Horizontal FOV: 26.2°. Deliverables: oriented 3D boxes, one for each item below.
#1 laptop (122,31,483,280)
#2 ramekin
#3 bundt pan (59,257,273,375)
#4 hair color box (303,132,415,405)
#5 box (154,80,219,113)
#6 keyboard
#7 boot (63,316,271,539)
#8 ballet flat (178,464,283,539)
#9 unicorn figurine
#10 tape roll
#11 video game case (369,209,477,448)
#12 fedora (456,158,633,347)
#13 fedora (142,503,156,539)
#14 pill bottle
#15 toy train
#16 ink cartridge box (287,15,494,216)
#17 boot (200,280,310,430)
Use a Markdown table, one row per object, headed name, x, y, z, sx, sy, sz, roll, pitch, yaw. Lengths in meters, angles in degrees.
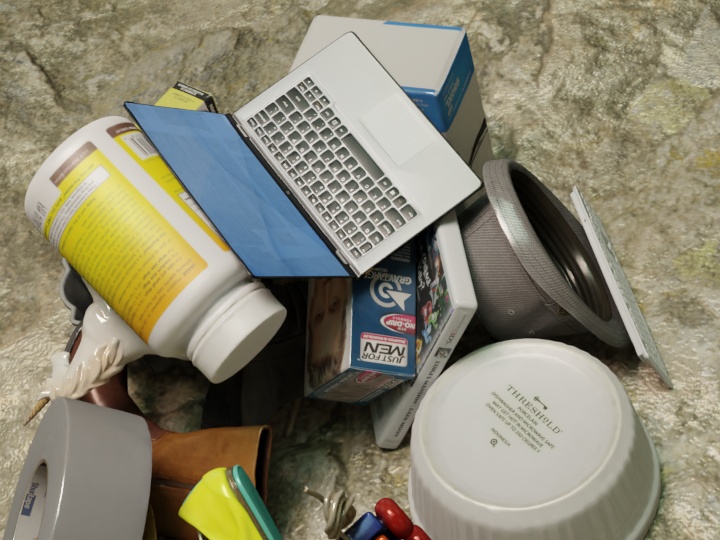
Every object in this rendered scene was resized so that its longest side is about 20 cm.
| name | x | y | z | sx | sy | sz | roll | pitch | yaw |
| --- | --- | --- | --- | --- | --- | --- | --- | --- | --- |
| laptop | -0.041 | -0.096 | 1.195 | 0.199 | 0.116 | 0.188 | -36 | 66 | -7 |
| ramekin | 0.128 | 0.143 | 1.200 | 0.200 | 0.095 | 0.204 | -8 | 49 | 9 |
| bundt pan | -0.168 | 0.012 | 1.408 | 0.200 | 0.076 | 0.203 | -7 | 50 | 9 |
| hair color box | 0.000 | 0.000 | 1.277 | 0.060 | 0.100 | 0.202 | 9 | 69 | -21 |
| box | -0.213 | -0.090 | 1.511 | 0.050 | 0.076 | 0.200 | 24 | 59 | 31 |
| keyboard | 0.221 | 0.011 | 1.315 | 0.011 | 0.056 | 0.201 | -33 | 45 | 19 |
| boot | -0.159 | 0.128 | 1.243 | 0.199 | 0.068 | 0.190 | -1 | 75 | 36 |
| ballet flat | -0.066 | 0.240 | 1.151 | 0.067 | 0.067 | 0.201 | -34 | 88 | 1 |
| unicorn figurine | -0.177 | 0.040 | 1.223 | 0.198 | 0.074 | 0.139 | -4 | 66 | 5 |
| tape roll | -0.216 | 0.198 | 1.144 | 0.066 | 0.201 | 0.201 | 15 | 46 | -19 |
| video game case | 0.039 | 0.014 | 1.290 | 0.023 | 0.182 | 0.201 | 8 | 45 | -19 |
| fedora | 0.138 | 0.002 | 1.284 | 0.090 | 0.200 | 0.178 | -34 | 51 | 19 |
| fedora | -0.157 | 0.266 | 1.154 | 0.081 | 0.201 | 0.202 | 15 | 46 | -19 |
| pill bottle | -0.150 | -0.013 | 1.160 | 0.109 | 0.109 | 0.200 | -41 | 79 | -20 |
| toy train | 0.024 | 0.225 | 1.090 | 0.085 | 0.200 | 0.116 | -43 | 59 | -4 |
| ink cartridge box | 0.033 | -0.123 | 1.386 | 0.143 | 0.201 | 0.085 | 8 | 55 | 22 |
| boot | -0.063 | 0.100 | 1.299 | 0.131 | 0.070 | 0.202 | 3 | 82 | -27 |
